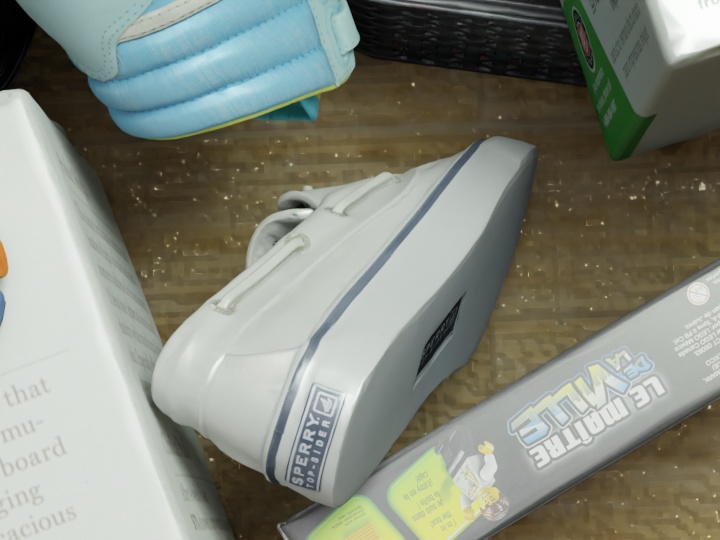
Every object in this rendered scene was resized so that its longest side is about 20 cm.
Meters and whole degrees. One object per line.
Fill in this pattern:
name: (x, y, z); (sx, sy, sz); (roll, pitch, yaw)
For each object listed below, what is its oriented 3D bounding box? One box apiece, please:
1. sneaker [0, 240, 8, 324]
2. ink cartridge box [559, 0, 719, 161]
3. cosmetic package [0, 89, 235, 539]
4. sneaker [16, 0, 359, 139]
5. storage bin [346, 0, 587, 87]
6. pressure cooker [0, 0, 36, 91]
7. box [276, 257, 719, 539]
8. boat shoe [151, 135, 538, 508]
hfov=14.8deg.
sneaker: (-0.158, 0.062, 0.672); (0.075, 0.078, 0.201); (25, 85, 5)
ink cartridge box: (0.079, -0.145, 0.736); (0.082, 0.147, 0.201); (-17, 83, -2)
cosmetic package: (-0.126, 0.079, 0.793); (0.165, 0.167, 0.201); (-21, 84, -1)
sneaker: (-0.030, -0.119, 0.778); (0.200, 0.079, 0.131); (-53, 128, -30)
storage bin: (0.089, -0.129, 0.853); (0.198, 0.094, 0.136); (7, 84, 2)
pressure cooker: (-0.172, -0.128, 0.798); (0.199, 0.178, 0.177); (23, 95, -39)
box: (0.070, 0.041, 0.826); (0.199, 0.110, 0.035); (-31, 85, -4)
boat shoe: (0.000, 0.000, 0.797); (0.065, 0.200, 0.074); (21, 111, 11)
